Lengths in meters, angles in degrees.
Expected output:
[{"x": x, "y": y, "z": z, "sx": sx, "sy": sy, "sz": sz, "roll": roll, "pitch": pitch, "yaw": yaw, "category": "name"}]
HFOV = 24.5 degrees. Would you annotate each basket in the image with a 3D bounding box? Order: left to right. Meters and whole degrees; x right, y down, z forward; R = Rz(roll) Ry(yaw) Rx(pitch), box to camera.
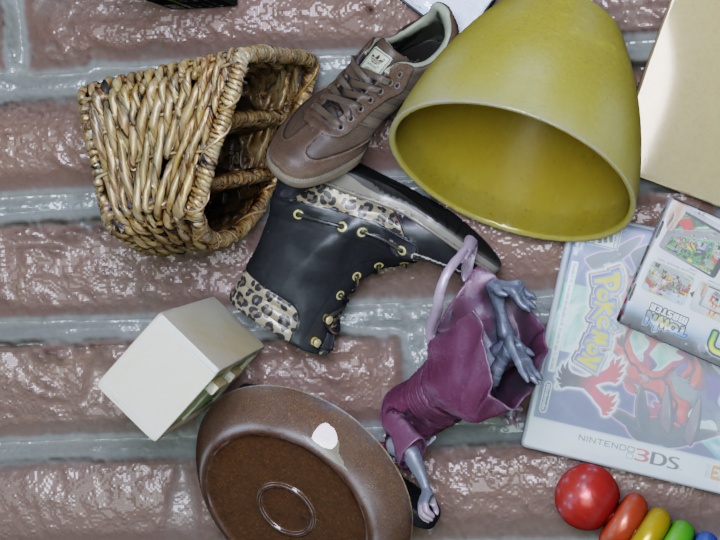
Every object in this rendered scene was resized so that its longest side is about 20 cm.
[{"x": -0.110, "y": -0.091, "z": 1.301, "sx": 0.147, "sy": 0.200, "sz": 0.144, "roll": -12, "pitch": 91, "yaw": 14, "category": "basket"}]

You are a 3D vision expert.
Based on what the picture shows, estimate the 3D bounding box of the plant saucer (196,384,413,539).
[{"x": -0.054, "y": 0.185, "z": 1.344, "sx": 0.198, "sy": 0.035, "sz": 0.202, "roll": 14, "pitch": 125, "yaw": 21, "category": "plant saucer"}]

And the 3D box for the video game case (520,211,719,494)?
[{"x": 0.240, "y": 0.068, "z": 1.363, "sx": 0.180, "sy": 0.023, "sz": 0.202, "roll": 13, "pitch": 94, "yaw": 6, "category": "video game case"}]

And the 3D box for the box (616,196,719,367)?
[{"x": 0.317, "y": 0.030, "z": 1.323, "sx": 0.198, "sy": 0.035, "sz": 0.111, "roll": 24, "pitch": 96, "yaw": 5, "category": "box"}]

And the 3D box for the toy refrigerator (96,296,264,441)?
[{"x": -0.136, "y": 0.077, "z": 1.319, "sx": 0.070, "sy": 0.200, "sz": 0.076, "roll": 43, "pitch": 96, "yaw": 3, "category": "toy refrigerator"}]

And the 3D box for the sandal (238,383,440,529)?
[{"x": -0.026, "y": 0.163, "z": 1.376, "sx": 0.199, "sy": 0.075, "sz": 0.045, "roll": 35, "pitch": 106, "yaw": 2, "category": "sandal"}]

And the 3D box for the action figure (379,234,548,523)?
[{"x": 0.060, "y": 0.096, "z": 1.323, "sx": 0.149, "sy": 0.134, "sz": 0.200, "roll": 47, "pitch": 130, "yaw": -1, "category": "action figure"}]

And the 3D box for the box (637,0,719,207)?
[{"x": 0.311, "y": -0.151, "z": 1.344, "sx": 0.162, "sy": 0.021, "sz": 0.202, "roll": 20, "pitch": 95, "yaw": 6, "category": "box"}]

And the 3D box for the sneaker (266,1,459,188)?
[{"x": 0.001, "y": -0.147, "z": 1.313, "sx": 0.070, "sy": 0.076, "sz": 0.200, "roll": 37, "pitch": 60, "yaw": 23, "category": "sneaker"}]

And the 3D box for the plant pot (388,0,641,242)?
[{"x": 0.138, "y": -0.134, "z": 1.299, "sx": 0.198, "sy": 0.200, "sz": 0.143, "roll": 19, "pitch": 68, "yaw": 6, "category": "plant pot"}]

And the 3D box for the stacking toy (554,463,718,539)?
[{"x": 0.245, "y": 0.226, "z": 1.344, "sx": 0.199, "sy": 0.085, "sz": 0.086, "roll": 36, "pitch": 96, "yaw": 8, "category": "stacking toy"}]

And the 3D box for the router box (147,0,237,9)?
[{"x": -0.154, "y": -0.291, "z": 1.303, "sx": 0.061, "sy": 0.200, "sz": 0.152, "roll": -1, "pitch": 92, "yaw": 11, "category": "router box"}]

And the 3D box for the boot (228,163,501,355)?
[{"x": 0.000, "y": 0.000, "z": 1.364, "sx": 0.199, "sy": 0.073, "sz": 0.152, "roll": 27, "pitch": 103, "yaw": -8, "category": "boot"}]

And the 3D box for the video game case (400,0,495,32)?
[{"x": 0.086, "y": -0.309, "z": 1.367, "sx": 0.142, "sy": 0.019, "sz": 0.201, "roll": 37, "pitch": 97, "yaw": 4, "category": "video game case"}]
